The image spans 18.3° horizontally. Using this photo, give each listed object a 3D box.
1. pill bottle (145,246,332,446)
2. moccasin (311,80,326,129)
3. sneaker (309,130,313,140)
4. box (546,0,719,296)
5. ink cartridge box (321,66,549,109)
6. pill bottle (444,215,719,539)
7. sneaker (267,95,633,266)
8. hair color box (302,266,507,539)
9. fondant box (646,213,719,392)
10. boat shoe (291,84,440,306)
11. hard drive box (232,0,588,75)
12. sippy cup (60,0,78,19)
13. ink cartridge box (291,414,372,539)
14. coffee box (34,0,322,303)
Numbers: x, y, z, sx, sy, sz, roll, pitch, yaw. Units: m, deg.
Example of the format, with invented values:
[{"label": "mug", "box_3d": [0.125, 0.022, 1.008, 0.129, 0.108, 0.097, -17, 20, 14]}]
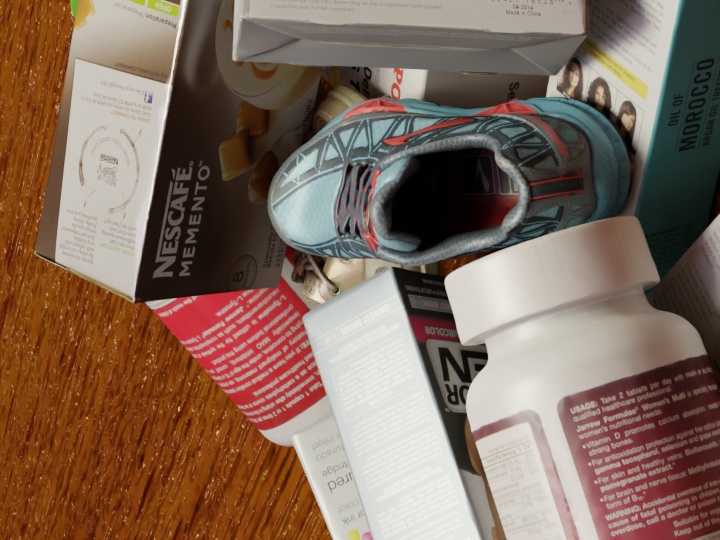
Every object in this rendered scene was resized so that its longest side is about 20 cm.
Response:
[{"label": "pill bottle", "box_3d": [-0.042, 0.027, 1.289, 0.200, 0.112, 0.112, 50, 154, -11]}, {"label": "moccasin", "box_3d": [-0.081, -0.169, 1.343, 0.074, 0.078, 0.202, -27, 62, 33]}, {"label": "sneaker", "box_3d": [-0.094, -0.108, 1.383, 0.200, 0.115, 0.076, 58, 147, 30]}, {"label": "box", "box_3d": [0.132, -0.089, 1.045, 0.082, 0.049, 0.200, 46, 140, 43]}, {"label": "ink cartridge box", "box_3d": [0.018, -0.171, 1.181, 0.200, 0.084, 0.145, 46, 140, 42]}, {"label": "pill bottle", "box_3d": [0.110, 0.085, 0.975, 0.110, 0.109, 0.200, -31, 75, 61]}, {"label": "sneaker", "box_3d": [0.022, -0.042, 1.053, 0.200, 0.095, 0.080, -8, 98, 39]}, {"label": "hair color box", "box_3d": [0.050, 0.104, 1.054, 0.061, 0.099, 0.200, -29, 69, 30]}, {"label": "fondant box", "box_3d": [0.180, 0.068, 1.017, 0.145, 0.058, 0.200, 65, 151, 21]}, {"label": "boat shoe", "box_3d": [0.000, 0.000, 1.179, 0.072, 0.065, 0.200, 40, 149, 52]}, {"label": "hard drive box", "box_3d": [0.022, -0.196, 1.020, 0.077, 0.155, 0.201, 124, 149, -79]}, {"label": "sippy cup", "box_3d": [-0.135, -0.201, 1.239, 0.178, 0.130, 0.140, -129, 41, -83]}, {"label": "ink cartridge box", "box_3d": [0.073, 0.151, 1.140, 0.083, 0.145, 0.200, 57, -172, -71]}, {"label": "coffee box", "box_3d": [-0.085, -0.093, 1.131, 0.080, 0.114, 0.201, 22, 106, 37]}]
